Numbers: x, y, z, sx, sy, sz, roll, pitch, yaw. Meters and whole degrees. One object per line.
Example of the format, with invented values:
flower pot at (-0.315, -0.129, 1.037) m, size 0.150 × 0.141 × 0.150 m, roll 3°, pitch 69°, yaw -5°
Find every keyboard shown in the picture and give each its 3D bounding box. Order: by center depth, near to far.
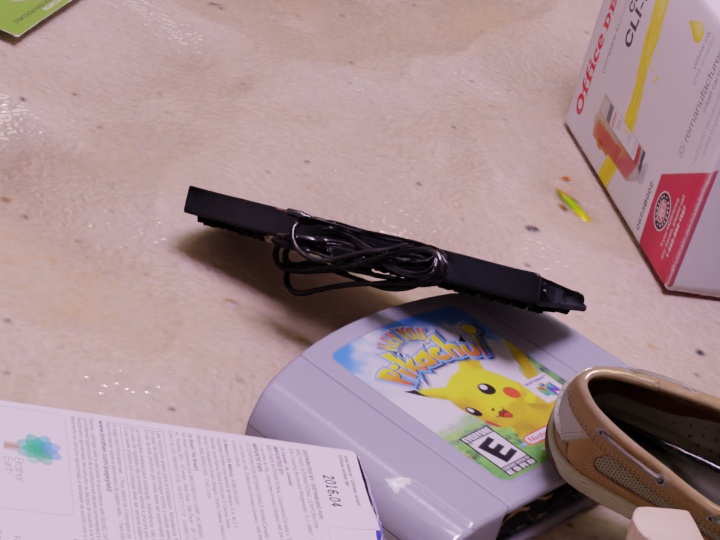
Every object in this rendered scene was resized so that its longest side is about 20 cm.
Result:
keyboard at (0.000, 0.000, 0.986) m, size 0.200 × 0.040 × 0.104 m, roll 14°, pitch -3°, yaw 27°

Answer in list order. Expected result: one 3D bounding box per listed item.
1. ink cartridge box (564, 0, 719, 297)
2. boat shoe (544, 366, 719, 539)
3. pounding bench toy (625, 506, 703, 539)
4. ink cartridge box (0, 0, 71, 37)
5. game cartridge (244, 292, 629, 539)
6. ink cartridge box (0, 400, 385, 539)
ink cartridge box at (0.199, -0.096, 1.185) m, size 0.083 × 0.145 × 0.200 m, roll 6°, pitch 30°, yaw -18°
boat shoe at (0.173, 0.094, 0.849) m, size 0.199 × 0.076 × 0.072 m, roll 19°, pitch 68°, yaw 4°
pounding bench toy at (0.209, 0.151, 0.785) m, size 0.156 × 0.125 × 0.200 m, roll -6°, pitch 37°, yaw -36°
ink cartridge box at (-0.253, -0.225, 1.228) m, size 0.200 × 0.076 × 0.148 m, roll 21°, pitch 29°, yaw 10°
game cartridge at (0.048, 0.066, 0.938) m, size 0.133 × 0.041 × 0.200 m, roll 31°, pitch 31°, yaw 29°
ink cartridge box at (-0.060, 0.123, 0.733) m, size 0.199 × 0.076 × 0.137 m, roll 8°, pitch 32°, yaw -18°
